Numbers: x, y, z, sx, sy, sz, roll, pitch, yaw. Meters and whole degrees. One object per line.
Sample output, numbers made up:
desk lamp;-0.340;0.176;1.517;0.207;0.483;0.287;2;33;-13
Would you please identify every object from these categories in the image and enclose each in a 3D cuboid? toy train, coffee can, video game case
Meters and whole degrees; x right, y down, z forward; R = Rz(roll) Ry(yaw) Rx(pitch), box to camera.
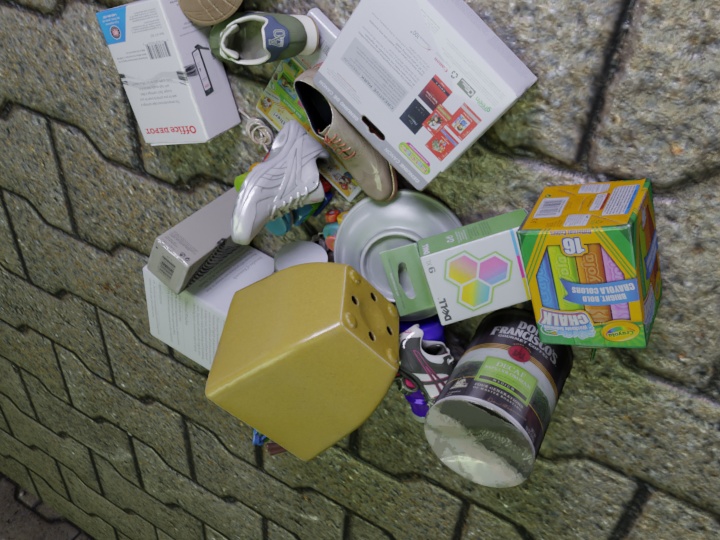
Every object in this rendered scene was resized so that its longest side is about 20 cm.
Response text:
toy train;0.000;0.000;0.941;0.200;0.056;0.150;39;134;5
toy train;-0.146;-0.146;0.895;0.200;0.116;0.085;45;134;-1
coffee can;0.192;0.168;0.825;0.146;0.200;0.147;18;129;23
video game case;-0.036;-0.219;0.835;0.200;0.023;0.182;44;134;-1

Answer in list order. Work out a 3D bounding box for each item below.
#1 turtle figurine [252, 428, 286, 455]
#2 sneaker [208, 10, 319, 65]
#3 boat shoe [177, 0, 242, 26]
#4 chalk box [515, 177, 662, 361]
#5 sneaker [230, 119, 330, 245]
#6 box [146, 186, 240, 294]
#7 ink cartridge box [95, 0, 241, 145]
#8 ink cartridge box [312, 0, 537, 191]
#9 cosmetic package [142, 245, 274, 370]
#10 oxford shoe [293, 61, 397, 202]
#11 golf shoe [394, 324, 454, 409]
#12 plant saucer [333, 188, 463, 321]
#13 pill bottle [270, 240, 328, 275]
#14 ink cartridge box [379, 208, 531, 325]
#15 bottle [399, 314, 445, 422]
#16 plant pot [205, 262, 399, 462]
turtle figurine;-0.113;0.266;1.195;0.193;0.200;0.145;-18;87;20
sneaker;-0.154;-0.304;0.791;0.200;0.090;0.067;14;118;38
boat shoe;-0.162;-0.389;0.773;0.072;0.065;0.200;41;139;-23
chalk box;0.277;0.011;0.711;0.123;0.125;0.201;-1;121;35
sneaker;-0.100;-0.109;0.812;0.099;0.201;0.078;30;156;-4
box;-0.241;-0.054;0.967;0.068;0.200;0.082;40;135;3
ink cartridge box;-0.283;-0.298;0.905;0.145;0.084;0.201;6;124;32
ink cartridge box;0.068;-0.226;0.713;0.200;0.084;0.176;46;133;-1
cosmetic package;-0.249;0.057;1.075;0.199;0.166;0.168;27;133;17
oxford shoe;-0.024;-0.169;0.789;0.070;0.075;0.200;-26;101;42
golf shoe;0.117;0.160;0.894;0.200;0.077;0.088;36;99;-28
plant saucer;0.055;-0.012;0.851;0.199;0.050;0.201;4;111;10
pill bottle;-0.094;0.052;0.989;0.112;0.113;0.201;23;138;20
ink cartridge box;0.133;0.003;0.786;0.199;0.059;0.104;-17;114;9
bottle;0.098;0.156;0.969;0.083;0.065;0.201;-7;121;3
plant pot;-0.056;0.104;0.826;0.200;0.196;0.194;-31;122;28
